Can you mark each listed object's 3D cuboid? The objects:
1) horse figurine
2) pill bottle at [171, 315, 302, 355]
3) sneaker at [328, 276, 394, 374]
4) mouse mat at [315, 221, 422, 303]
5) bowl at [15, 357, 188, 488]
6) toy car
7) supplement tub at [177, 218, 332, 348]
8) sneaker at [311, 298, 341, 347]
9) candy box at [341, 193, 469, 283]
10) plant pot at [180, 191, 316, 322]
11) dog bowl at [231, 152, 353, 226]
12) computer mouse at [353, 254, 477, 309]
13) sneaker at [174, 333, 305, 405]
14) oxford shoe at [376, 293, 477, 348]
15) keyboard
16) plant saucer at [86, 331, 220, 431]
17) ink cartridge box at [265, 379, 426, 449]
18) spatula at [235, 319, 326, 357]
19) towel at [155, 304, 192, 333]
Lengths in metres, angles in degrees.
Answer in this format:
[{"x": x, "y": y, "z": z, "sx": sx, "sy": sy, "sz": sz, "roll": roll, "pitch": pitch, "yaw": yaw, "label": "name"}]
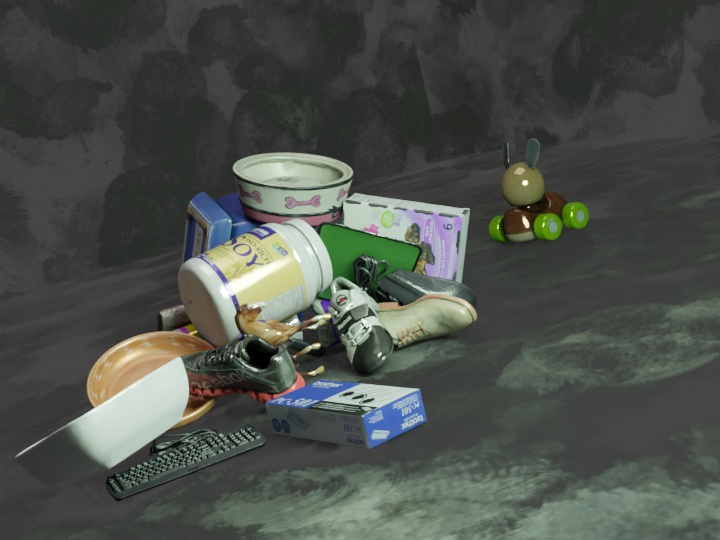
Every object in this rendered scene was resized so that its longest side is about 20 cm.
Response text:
[{"x": -0.115, "y": 0.111, "z": 1.643, "sx": 0.132, "sy": 0.050, "sz": 0.201, "roll": -10, "pitch": -36, "yaw": -15, "label": "horse figurine"}, {"x": -0.194, "y": 0.115, "z": 1.799, "sx": 0.199, "sy": 0.105, "sz": 0.104, "roll": -19, "pitch": 11, "yaw": -21, "label": "pill bottle"}, {"x": -0.011, "y": 0.077, "z": 1.681, "sx": 0.074, "sy": 0.089, "sz": 0.200, "roll": -39, "pitch": 28, "yaw": 7, "label": "sneaker"}, {"x": 0.000, "y": 0.000, "z": 1.786, "sx": 0.160, "sy": 0.008, "sz": 0.200, "roll": 14, "pitch": -35, "yaw": -3, "label": "mouse mat"}, {"x": -0.315, "y": 0.201, "z": 1.453, "sx": 0.199, "sy": 0.075, "sz": 0.200, "roll": -29, "pitch": 3, "yaw": 46, "label": "bowl"}, {"x": 0.342, "y": -0.167, "z": 2.318, "sx": 0.157, "sy": 0.201, "sz": 0.164, "roll": -21, "pitch": 12, "yaw": -34, "label": "toy car"}, {"x": -0.156, "y": 0.016, "z": 1.724, "sx": 0.199, "sy": 0.146, "sz": 0.145, "roll": -28, "pitch": 15, "yaw": -29, "label": "supplement tub"}, {"x": -0.028, "y": 0.071, "z": 1.908, "sx": 0.099, "sy": 0.070, "sz": 0.200, "roll": -12, "pitch": 10, "yaw": -4, "label": "sneaker"}, {"x": 0.067, "y": -0.026, "z": 1.869, "sx": 0.199, "sy": 0.169, "sz": 0.072, "roll": 8, "pitch": 15, "yaw": 13, "label": "candy box"}, {"x": -0.200, "y": -0.028, "z": 1.960, "sx": 0.179, "sy": 0.201, "sz": 0.200, "roll": 2, "pitch": 18, "yaw": -24, "label": "plant pot"}, {"x": -0.111, "y": -0.132, "z": 1.880, "sx": 0.199, "sy": 0.074, "sz": 0.200, "roll": 3, "pitch": 22, "yaw": -1, "label": "dog bowl"}, {"x": 0.080, "y": 0.048, "z": 1.777, "sx": 0.199, "sy": 0.139, "sz": 0.053, "roll": 11, "pitch": 53, "yaw": 2, "label": "computer mouse"}, {"x": -0.176, "y": 0.129, "z": 1.579, "sx": 0.199, "sy": 0.098, "sz": 0.071, "roll": 5, "pitch": 39, "yaw": 20, "label": "sneaker"}, {"x": 0.083, "y": 0.087, "z": 1.719, "sx": 0.199, "sy": 0.071, "sz": 0.074, "roll": -13, "pitch": 29, "yaw": 39, "label": "oxford shoe"}, {"x": -0.224, "y": 0.224, "z": 1.427, "sx": 0.199, "sy": 0.040, "sz": 0.104, "roll": -18, "pitch": 11, "yaw": -23, "label": "keyboard"}, {"x": -0.291, "y": 0.165, "z": 1.649, "sx": 0.199, "sy": 0.038, "sz": 0.201, "roll": -1, "pitch": 37, "yaw": 1, "label": "plant saucer"}, {"x": -0.021, "y": 0.173, "z": 1.403, "sx": 0.094, "sy": 0.045, "sz": 0.199, "roll": -20, "pitch": 11, "yaw": -36, "label": "ink cartridge box"}, {"x": -0.110, "y": 0.109, "z": 1.720, "sx": 0.057, "sy": 0.021, "sz": 0.200, "roll": -51, "pitch": -31, "yaw": 13, "label": "spatula"}, {"x": -0.266, "y": 0.103, "z": 1.863, "sx": 0.132, "sy": 0.035, "sz": 0.200, "roll": -19, "pitch": -28, "yaw": -22, "label": "towel"}]
